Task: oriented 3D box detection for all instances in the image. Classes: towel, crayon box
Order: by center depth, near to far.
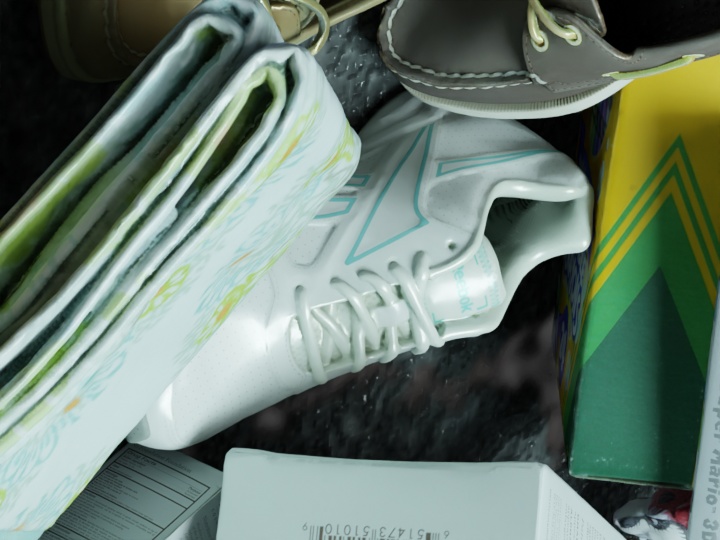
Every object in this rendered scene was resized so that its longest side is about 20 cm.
[{"bbox_3d":[-0.069,0.009,0.720,0.171,0.048,0.200,-46,175,-1],"label":"towel"},{"bbox_3d":[0.109,-0.038,0.952,0.126,0.051,0.201,-86,-177,-70],"label":"crayon box"}]

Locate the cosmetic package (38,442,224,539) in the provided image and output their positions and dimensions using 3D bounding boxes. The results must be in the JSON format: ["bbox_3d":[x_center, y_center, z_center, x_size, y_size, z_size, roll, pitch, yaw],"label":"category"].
[{"bbox_3d":[-0.067,0.161,0.891,0.082,0.050,0.201,-39,134,-32],"label":"cosmetic package"}]

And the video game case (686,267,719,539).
[{"bbox_3d":[0.147,0.023,0.946,0.143,0.018,0.201,-56,153,-53],"label":"video game case"}]

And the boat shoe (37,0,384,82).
[{"bbox_3d":[-0.015,-0.111,0.806,0.200,0.062,0.074,-34,132,-36],"label":"boat shoe"}]

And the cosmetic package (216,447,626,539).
[{"bbox_3d":[0.031,0.121,0.892,0.200,0.112,0.082,43,51,-69],"label":"cosmetic package"}]

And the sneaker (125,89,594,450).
[{"bbox_3d":[0.000,0.000,0.870,0.200,0.080,0.071,-36,135,-33],"label":"sneaker"}]

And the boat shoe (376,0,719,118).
[{"bbox_3d":[0.087,-0.094,0.839,0.059,0.199,0.072,4,79,-60],"label":"boat shoe"}]

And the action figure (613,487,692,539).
[{"bbox_3d":[0.140,0.159,1.079,0.134,0.149,0.201,-37,148,-25],"label":"action figure"}]
